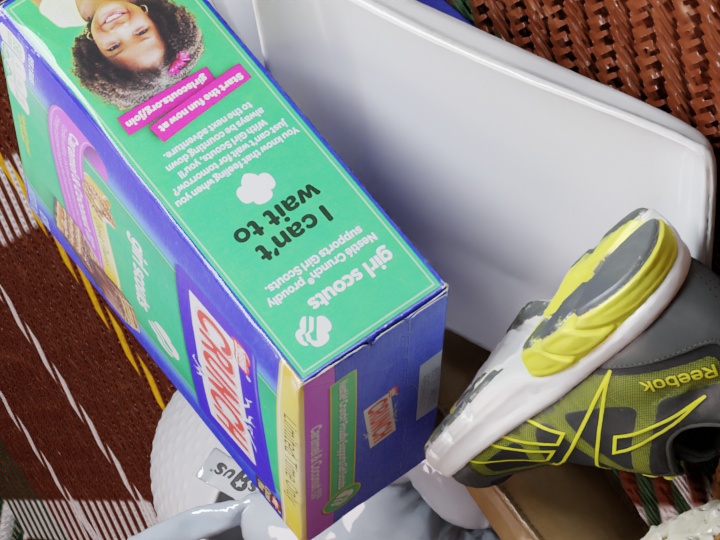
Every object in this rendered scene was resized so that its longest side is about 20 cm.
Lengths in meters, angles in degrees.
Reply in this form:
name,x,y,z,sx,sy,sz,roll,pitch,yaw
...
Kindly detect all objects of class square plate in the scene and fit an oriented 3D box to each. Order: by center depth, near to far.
name,x,y,z,sx,sy,sz,roll,pitch,yaw
square plate,0.053,-0.030,1.134,0.200,0.028,0.198,27,153,23

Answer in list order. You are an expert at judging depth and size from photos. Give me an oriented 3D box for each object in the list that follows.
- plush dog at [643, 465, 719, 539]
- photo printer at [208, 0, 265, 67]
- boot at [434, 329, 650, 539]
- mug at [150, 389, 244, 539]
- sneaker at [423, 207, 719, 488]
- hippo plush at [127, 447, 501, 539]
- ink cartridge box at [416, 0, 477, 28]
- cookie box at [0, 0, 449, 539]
name,x,y,z,sx,sy,sz,roll,pitch,yaw
plush dog,0.165,0.136,1.069,0.200,0.161,0.172,28,163,-25
photo printer,-0.097,-0.190,1.281,0.166,0.069,0.200,33,153,56
boot,0.109,0.115,1.268,0.200,0.066,0.175,55,-170,29
mug,-0.040,0.092,1.619,0.175,0.147,0.201,-140,50,-65
sneaker,0.088,0.052,1.105,0.085,0.075,0.200,38,154,-2
hippo plush,0.026,0.083,1.413,0.200,0.159,0.161,28,127,13
ink cartridge box,0.040,-0.056,1.208,0.095,0.037,0.200,44,163,36
cookie box,-0.055,-0.011,1.186,0.200,0.075,0.171,49,163,19
